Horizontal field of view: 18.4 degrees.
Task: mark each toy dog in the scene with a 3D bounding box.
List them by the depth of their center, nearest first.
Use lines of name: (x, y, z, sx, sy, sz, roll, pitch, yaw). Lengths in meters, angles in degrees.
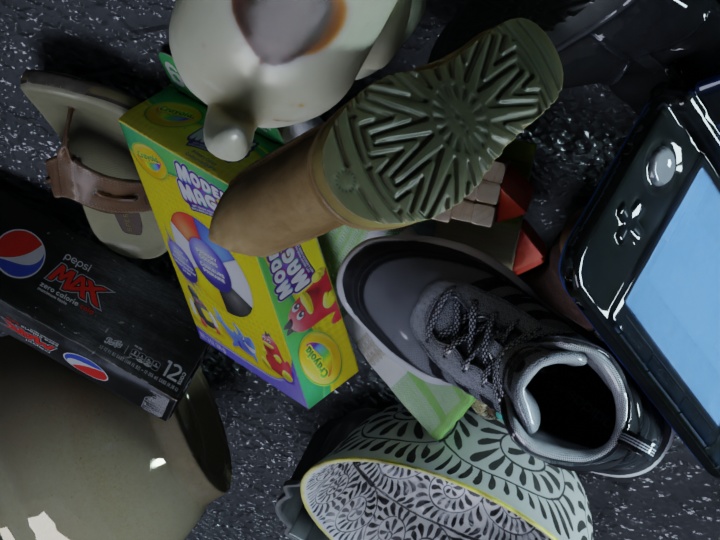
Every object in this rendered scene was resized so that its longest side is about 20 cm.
toy dog: (-0.023, -0.163, 1.007, 0.139, 0.194, 0.200, 34, 148, -3)

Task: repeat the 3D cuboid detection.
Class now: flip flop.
flip flop: (-0.159, -0.056, 1.361, 0.081, 0.058, 0.200, 14, 152, 14)

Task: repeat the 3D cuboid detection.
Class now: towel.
towel: (0.000, 0.000, 1.282, 0.200, 0.031, 0.149, 51, 159, 10)

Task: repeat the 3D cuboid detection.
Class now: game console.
game console: (0.218, -0.003, 1.103, 0.118, 0.171, 0.200, 11, 152, 45)

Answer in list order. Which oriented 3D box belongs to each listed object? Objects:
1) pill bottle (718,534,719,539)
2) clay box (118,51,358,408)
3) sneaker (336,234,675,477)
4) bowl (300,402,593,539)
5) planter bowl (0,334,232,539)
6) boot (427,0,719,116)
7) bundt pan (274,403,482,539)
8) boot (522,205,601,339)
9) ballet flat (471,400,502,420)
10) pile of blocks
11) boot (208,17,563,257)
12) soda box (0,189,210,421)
pill bottle: (0.338, 0.208, 1.468, 0.199, 0.114, 0.114, 16, 149, 3)
clay box: (-0.074, -0.024, 1.300, 0.115, 0.048, 0.200, 30, 148, 44)
sneaker: (0.073, 0.040, 1.145, 0.200, 0.076, 0.114, 31, -177, 7)
bowl: (0.071, 0.136, 1.407, 0.200, 0.094, 0.201, 21, 153, 11)
planter bowl: (-0.171, 0.119, 1.543, 0.134, 0.201, 0.200, -22, 138, 9)
boot: (0.155, -0.084, 1.163, 0.200, 0.066, 0.165, 31, 148, -28)
bundt pan: (0.045, 0.163, 1.582, 0.201, 0.076, 0.202, 13, 148, 8)
boot: (0.204, 0.014, 1.302, 0.199, 0.073, 0.166, 19, 162, -6)
ballet flat: (0.119, 0.060, 1.375, 0.200, 0.075, 0.068, 12, 120, -53)
pile of blocks: (0.078, -0.035, 1.259, 0.062, 0.082, 0.200, 13, 163, 6)
boot: (-0.012, -0.043, 1.095, 0.200, 0.175, 0.066, -24, 94, 48)
soda box: (-0.193, 0.017, 1.452, 0.200, 0.071, 0.063, 30, 158, -2)
